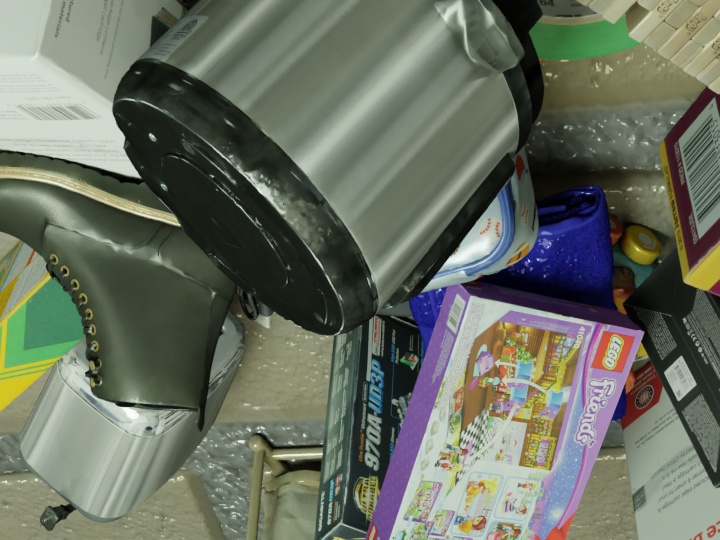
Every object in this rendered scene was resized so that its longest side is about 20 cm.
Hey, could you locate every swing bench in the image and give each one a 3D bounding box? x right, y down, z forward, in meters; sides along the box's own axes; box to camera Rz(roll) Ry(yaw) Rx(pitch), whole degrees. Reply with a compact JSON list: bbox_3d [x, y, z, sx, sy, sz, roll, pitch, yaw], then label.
[{"bbox_3d":[-0.030,0.284,1.111,0.128,0.201,0.202,-3,136,6],"label":"swing bench"}]

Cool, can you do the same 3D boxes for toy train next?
[{"bbox_3d":[0.185,0.049,0.949,0.149,0.056,0.201,-22,132,17],"label":"toy train"}]

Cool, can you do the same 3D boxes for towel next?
[{"bbox_3d":[0.114,0.046,0.870,0.145,0.050,0.202,-13,125,2],"label":"towel"}]

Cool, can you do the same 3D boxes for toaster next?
[{"bbox_3d":[-0.170,0.091,0.924,0.113,0.200,0.130,37,130,7],"label":"toaster"}]

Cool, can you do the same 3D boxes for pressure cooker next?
[{"bbox_3d":[-0.004,-0.091,0.628,0.175,0.200,0.179,34,160,24],"label":"pressure cooker"}]

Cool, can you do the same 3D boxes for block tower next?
[{"bbox_3d":[0.150,-0.165,0.662,0.198,0.058,0.054,25,134,-23],"label":"block tower"}]

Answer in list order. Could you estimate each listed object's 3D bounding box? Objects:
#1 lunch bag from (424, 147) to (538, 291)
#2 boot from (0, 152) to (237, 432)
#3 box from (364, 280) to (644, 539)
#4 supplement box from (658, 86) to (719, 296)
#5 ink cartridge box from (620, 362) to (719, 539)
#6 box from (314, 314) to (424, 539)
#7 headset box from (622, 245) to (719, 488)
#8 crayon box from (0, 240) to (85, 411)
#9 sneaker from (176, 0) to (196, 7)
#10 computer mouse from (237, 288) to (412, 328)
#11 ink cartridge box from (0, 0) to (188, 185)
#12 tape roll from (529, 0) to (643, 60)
[{"bbox_3d":[0.007,-0.061,0.778,0.198,0.163,0.075,-13,179,27],"label":"lunch bag"},{"bbox_3d":[-0.173,0.012,0.744,0.197,0.141,0.078,9,169,3],"label":"boot"},{"bbox_3d":[0.095,0.114,0.836,0.135,0.039,0.203,12,106,-22],"label":"box"},{"bbox_3d":[0.309,-0.038,0.804,0.198,0.132,0.104,18,135,-18],"label":"supplement box"},{"bbox_3d":[0.284,0.150,0.952,0.083,0.202,0.144,24,133,-22],"label":"ink cartridge box"},{"bbox_3d":[0.049,0.140,0.952,0.157,0.202,0.046,23,137,-22],"label":"box"},{"bbox_3d":[0.304,0.064,0.865,0.197,0.150,0.077,2,142,-31],"label":"headset box"},{"bbox_3d":[-0.232,0.019,0.890,0.051,0.127,0.199,36,128,-23],"label":"crayon box"},{"bbox_3d":[-0.103,-0.195,0.709,0.197,0.079,0.082,-4,144,18],"label":"sneaker"},{"bbox_3d":[0.000,0.000,0.916,0.197,0.053,0.140,2,136,0],"label":"computer mouse"},{"bbox_3d":[-0.169,-0.115,0.697,0.144,0.086,0.200,4,167,25],"label":"ink cartridge box"},{"bbox_3d":[0.119,-0.213,0.688,0.197,0.049,0.202,1,137,1],"label":"tape roll"}]
